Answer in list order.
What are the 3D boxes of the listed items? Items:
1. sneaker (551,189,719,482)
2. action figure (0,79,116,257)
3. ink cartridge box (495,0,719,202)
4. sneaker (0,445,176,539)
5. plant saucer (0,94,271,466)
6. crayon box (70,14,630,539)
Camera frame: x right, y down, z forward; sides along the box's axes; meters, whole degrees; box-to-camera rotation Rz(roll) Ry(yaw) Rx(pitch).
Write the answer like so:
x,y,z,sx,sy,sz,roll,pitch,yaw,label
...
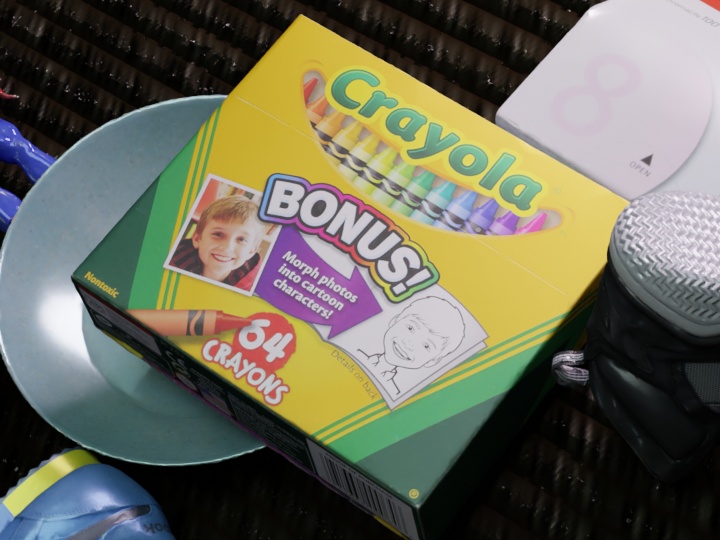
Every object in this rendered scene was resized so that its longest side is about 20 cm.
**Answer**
x,y,z,sx,sy,sz,roll,pitch,yaw,label
0.181,0.042,0.889,0.198,0.114,0.076,19,42,-11,sneaker
-0.211,-0.070,1.101,0.199,0.052,0.066,34,78,34,action figure
0.188,-0.095,0.984,0.162,0.057,0.200,35,80,32,ink cartridge box
-0.167,0.171,0.929,0.200,0.066,0.078,-45,61,-11,sneaker
-0.078,0.009,1.005,0.199,0.039,0.203,-4,62,7,plant saucer
0.000,0.000,0.941,0.199,0.058,0.173,31,70,21,crayon box
